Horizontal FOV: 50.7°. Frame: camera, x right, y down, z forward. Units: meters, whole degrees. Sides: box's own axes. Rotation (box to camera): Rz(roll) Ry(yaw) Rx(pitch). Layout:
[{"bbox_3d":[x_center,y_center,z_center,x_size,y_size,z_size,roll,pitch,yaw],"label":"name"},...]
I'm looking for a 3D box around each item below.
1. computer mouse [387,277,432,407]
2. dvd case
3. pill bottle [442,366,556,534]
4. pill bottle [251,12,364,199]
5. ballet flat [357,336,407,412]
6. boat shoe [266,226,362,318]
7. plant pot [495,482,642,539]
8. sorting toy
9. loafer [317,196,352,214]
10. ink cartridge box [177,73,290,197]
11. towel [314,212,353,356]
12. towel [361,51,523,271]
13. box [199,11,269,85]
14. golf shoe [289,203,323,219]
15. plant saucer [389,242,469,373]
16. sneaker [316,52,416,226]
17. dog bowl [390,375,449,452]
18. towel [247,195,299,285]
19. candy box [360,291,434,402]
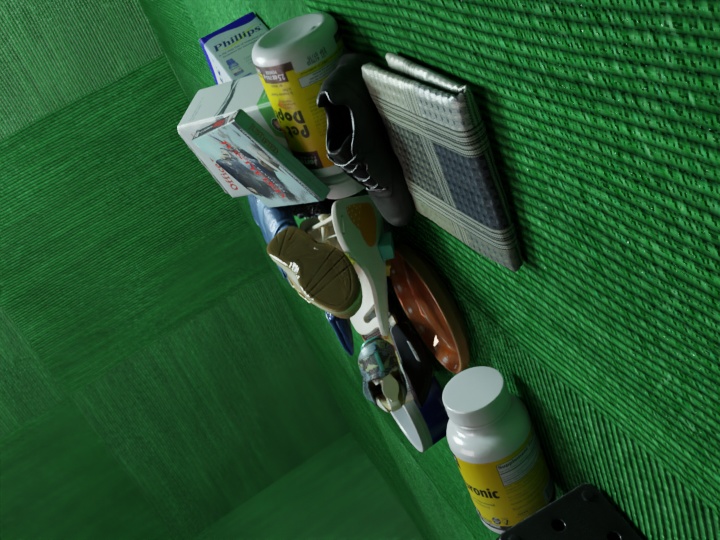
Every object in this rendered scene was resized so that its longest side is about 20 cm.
[{"bbox_3d":[0.069,0.099,1.138,0.141,0.045,0.204,68,-178,-74],"label":"computer mouse"},{"bbox_3d":[-0.132,-0.136,0.967,0.145,0.022,0.199,41,164,-23],"label":"dvd case"},{"bbox_3d":[0.172,0.226,0.963,0.111,0.110,0.204,39,156,62],"label":"pill bottle"},{"bbox_3d":[-0.047,-0.192,0.914,0.109,0.108,0.203,44,160,55],"label":"pill bottle"},{"bbox_3d":[0.038,0.174,1.136,0.075,0.073,0.201,53,173,32],"label":"ballet flat"},{"bbox_3d":[-0.050,0.008,0.981,0.200,0.074,0.067,42,171,49],"label":"boat shoe"},{"bbox_3d":[0.237,0.363,0.844,0.201,0.195,0.181,49,154,44],"label":"plant pot"},{"bbox_3d":[0.000,0.000,1.046,0.199,0.104,0.185,169,89,-73],"label":"sorting toy"},{"bbox_3d":[-0.056,-0.141,1.200,0.072,0.071,0.203,52,165,56],"label":"loafer"},{"bbox_3d":[-0.134,-0.190,1.057,0.196,0.084,0.147,-4,139,32],"label":"ink cartridge box"},{"bbox_3d":[-0.044,0.024,1.269,0.148,0.023,0.205,68,-169,-61],"label":"towel"},{"bbox_3d":[0.082,-0.112,0.749,0.200,0.034,0.195,41,161,56],"label":"towel"},{"bbox_3d":[-0.152,-0.271,1.216,0.201,0.103,0.186,53,167,37],"label":"box"},{"bbox_3d":[-0.097,-0.140,1.299,0.200,0.075,0.097,-28,-68,-86],"label":"golf shoe"},{"bbox_3d":[0.097,0.050,1.072,0.203,0.032,0.201,58,170,16],"label":"plant saucer"},{"bbox_3d":[0.003,-0.130,0.844,0.075,0.091,0.203,-3,124,40],"label":"sneaker"},{"bbox_3d":[0.095,0.234,1.437,0.202,0.078,0.201,57,168,18],"label":"dog bowl"},{"bbox_3d":[-0.129,-0.074,1.147,0.201,0.047,0.113,-120,13,-47],"label":"towel"},{"bbox_3d":[0.049,0.111,1.279,0.203,0.054,0.115,62,-163,-3],"label":"candy box"}]
